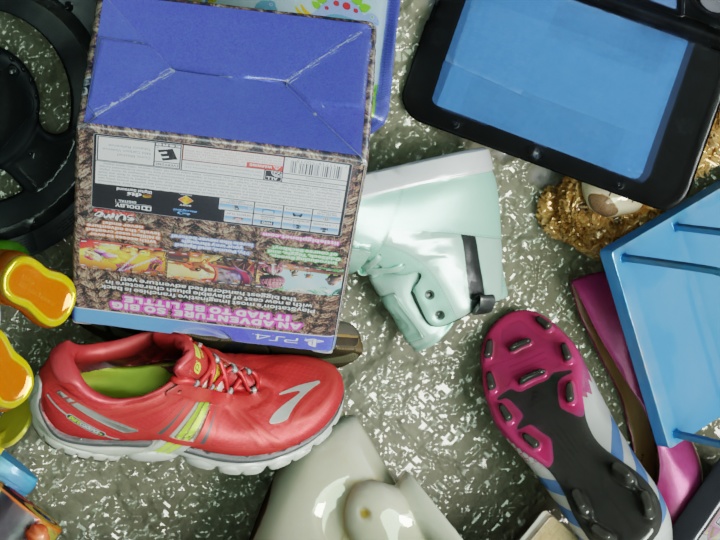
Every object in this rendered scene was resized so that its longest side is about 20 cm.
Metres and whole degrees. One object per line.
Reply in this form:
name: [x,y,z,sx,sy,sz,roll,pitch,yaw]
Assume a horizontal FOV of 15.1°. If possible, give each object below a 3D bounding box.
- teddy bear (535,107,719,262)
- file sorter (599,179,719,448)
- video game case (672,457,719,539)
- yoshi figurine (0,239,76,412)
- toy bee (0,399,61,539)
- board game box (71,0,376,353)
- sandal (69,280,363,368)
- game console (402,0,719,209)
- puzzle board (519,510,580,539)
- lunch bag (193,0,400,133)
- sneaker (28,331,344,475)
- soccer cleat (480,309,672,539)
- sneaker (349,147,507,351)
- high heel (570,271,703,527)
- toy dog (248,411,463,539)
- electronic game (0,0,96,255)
teddy bear: [0.183,-0.103,1.740,0.145,0.067,0.200,38,87,-11]
file sorter: [0.277,0.013,1.704,0.200,0.122,0.139,-29,111,-28]
video game case: [0.244,0.231,1.773,0.181,0.025,0.200,37,88,-39]
yoshi figurine: [-0.250,0.034,1.618,0.112,0.199,0.113,-14,106,-42]
toy bee: [-0.223,0.141,1.662,0.199,0.109,0.132,16,91,-13]
board game box: [-0.080,-0.053,1.551,0.159,0.200,0.097,7,56,-3]
sandal: [-0.093,0.023,1.694,0.199,0.082,0.055,7,74,-15]
game console: [0.127,-0.156,1.660,0.199,0.176,0.117,21,64,18]
puzzle board: [0.123,0.255,1.750,0.151,0.017,0.200,-50,131,-1]
lunch bag: [-0.064,-0.170,1.648,0.169,0.128,0.201,12,61,-10]
sneaker: [-0.100,0.073,1.645,0.199,0.077,0.085,-2,142,-18]
soccer cleat: [0.137,0.117,1.729,0.070,0.200,0.086,-29,146,1]
sneaker: [0.000,0.000,1.707,0.199,0.074,0.119,-13,92,-13]
high heel: [0.172,0.102,1.762,0.096,0.067,0.201,6,82,-16]
toy dog: [-0.042,0.197,1.693,0.200,0.140,0.194,-41,93,-4]
electronic game: [-0.237,-0.101,1.665,0.199,0.042,0.201,-3,100,-19]
